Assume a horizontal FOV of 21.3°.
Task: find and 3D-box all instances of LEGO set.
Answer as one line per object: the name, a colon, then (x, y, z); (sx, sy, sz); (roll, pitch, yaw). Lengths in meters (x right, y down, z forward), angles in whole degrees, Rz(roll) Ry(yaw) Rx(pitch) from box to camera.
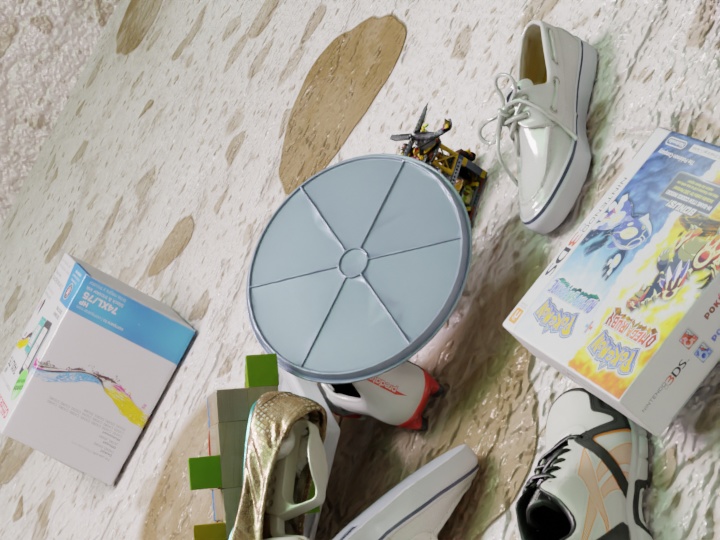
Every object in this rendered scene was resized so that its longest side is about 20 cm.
LEGO set: (0.017, -0.039, 1.648); (0.153, 0.115, 0.202); (-11, 52, 60)

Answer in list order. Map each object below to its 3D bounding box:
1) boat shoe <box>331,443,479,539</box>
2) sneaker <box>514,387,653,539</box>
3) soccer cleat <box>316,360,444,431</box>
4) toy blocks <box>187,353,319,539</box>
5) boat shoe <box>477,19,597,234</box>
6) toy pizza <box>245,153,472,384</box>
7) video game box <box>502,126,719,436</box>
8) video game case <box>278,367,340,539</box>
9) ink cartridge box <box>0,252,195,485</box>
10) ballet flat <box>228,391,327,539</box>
boat shoe: (0.022, 0.208, 1.392); (0.200, 0.070, 0.071); (-39, 3, -27)
sneaker: (0.138, 0.138, 1.219); (0.074, 0.080, 0.201); (-52, 21, 28)
soccer cleat: (-0.004, 0.087, 1.591); (0.069, 0.085, 0.200); (-63, 22, -6)
toy blocks: (-0.092, 0.174, 1.544); (0.137, 0.099, 0.202); (143, 122, -79)
boat shoe: (0.137, -0.125, 1.530); (0.074, 0.086, 0.203); (-36, 32, 47)
toy pizza: (0.000, 0.000, 1.528); (0.198, 0.032, 0.202); (-12, 60, 21)
video game box: (0.196, 0.000, 1.263); (0.183, 0.047, 0.200); (-54, 21, -1)
video game case: (-0.066, 0.177, 1.633); (0.200, 0.023, 0.184); (-125, 46, -66)
ink cartridge box: (-0.308, 0.111, 2.170); (0.201, 0.145, 0.147); (-62, 21, 0)
ballet flat: (-0.059, 0.185, 1.424); (0.065, 0.070, 0.202); (-7, 70, 33)
